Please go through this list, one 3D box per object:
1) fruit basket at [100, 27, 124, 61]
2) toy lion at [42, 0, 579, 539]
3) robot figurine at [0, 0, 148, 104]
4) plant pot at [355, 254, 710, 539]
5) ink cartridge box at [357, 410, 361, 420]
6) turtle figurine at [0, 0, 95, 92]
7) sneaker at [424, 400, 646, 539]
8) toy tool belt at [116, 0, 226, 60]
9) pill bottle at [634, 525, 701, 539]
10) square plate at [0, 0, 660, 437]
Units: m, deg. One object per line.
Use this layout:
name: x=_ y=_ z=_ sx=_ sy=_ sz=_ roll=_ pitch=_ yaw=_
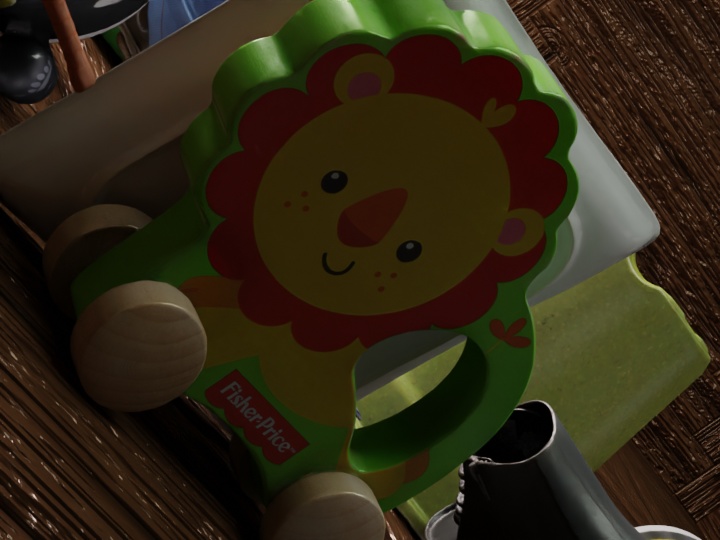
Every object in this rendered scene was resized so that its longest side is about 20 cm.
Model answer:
fruit basket: x=-0.064 y=-0.133 z=1.327 sx=0.215 sy=0.156 sz=0.216 roll=36 pitch=7 yaw=-5
toy lion: x=0.000 y=0.000 z=0.793 sx=0.200 sy=0.191 sz=0.069 roll=50 pitch=9 yaw=-39
robot figurine: x=-0.131 y=-0.160 z=0.903 sx=0.125 sy=0.150 sz=0.200 roll=45 pitch=-6 yaw=-3
plant pot: x=0.089 y=0.050 z=1.244 sx=0.201 sy=0.184 sz=0.200 roll=53 pitch=6 yaw=-8
ink cartridge box: x=-0.059 y=-0.002 z=1.091 sx=0.095 sy=0.037 sz=0.200 roll=52 pitch=5 yaw=-34
turtle figurine: x=-0.180 y=-0.135 z=0.749 sx=0.200 sy=0.064 sz=0.161 roll=41 pitch=5 yaw=-31
sneaker: x=0.074 y=0.109 z=1.067 sx=0.106 sy=0.075 sz=0.200 roll=60 pitch=-20 yaw=-14
toy tool belt: x=-0.029 y=-0.145 z=1.074 sx=0.123 sy=0.199 sz=0.125 roll=48 pitch=29 yaw=-71
pill bottle: x=0.198 y=0.249 z=1.339 sx=0.114 sy=0.114 sz=0.200 roll=52 pitch=7 yaw=-22
square plate: x=-0.010 y=-0.021 z=0.827 sx=0.200 sy=0.198 sz=0.028 roll=50 pitch=17 yaw=-39
